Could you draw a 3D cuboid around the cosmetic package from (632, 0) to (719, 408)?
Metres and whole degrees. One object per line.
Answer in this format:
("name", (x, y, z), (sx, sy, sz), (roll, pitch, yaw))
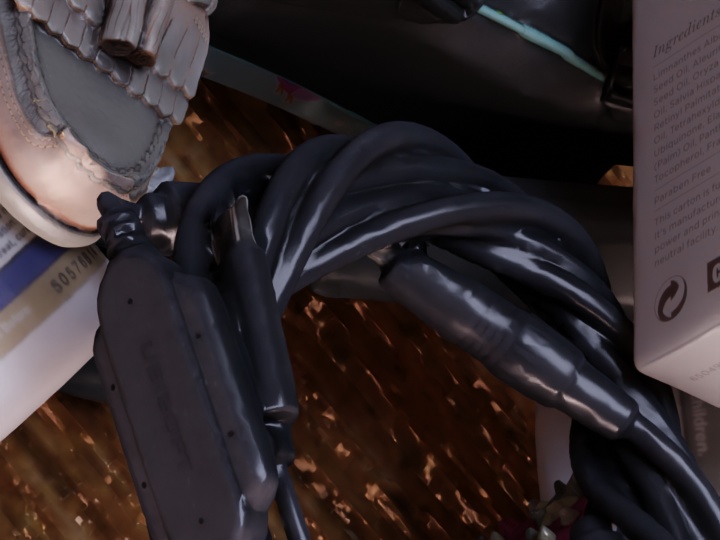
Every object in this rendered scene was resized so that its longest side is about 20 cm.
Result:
("cosmetic package", (0.129, -0.056, 0.773), (0.101, 0.071, 0.201), (24, 53, -31))

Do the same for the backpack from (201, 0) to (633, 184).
("backpack", (0.027, -0.134, 0.877), (0.175, 0.153, 0.201), (22, 66, -26))

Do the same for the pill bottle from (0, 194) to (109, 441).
("pill bottle", (-0.159, -0.032, 0.725), (0.200, 0.111, 0.111), (50, 50, -6))

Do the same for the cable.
("cable", (0.021, 0.061, 0.688), (0.163, 0.051, 0.201), (-1, 60, -43))

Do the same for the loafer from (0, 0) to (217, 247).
("loafer", (-0.065, -0.094, 0.752), (0.072, 0.063, 0.200), (41, 29, -34))

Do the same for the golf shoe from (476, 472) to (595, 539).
("golf shoe", (0.039, 0.138, 0.722), (0.092, 0.075, 0.200), (45, 49, -10))

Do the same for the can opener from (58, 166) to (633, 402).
("can opener", (0.000, 0.000, 0.824), (0.199, 0.053, 0.067), (0, 105, -3))

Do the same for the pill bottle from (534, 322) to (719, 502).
("pill bottle", (0.156, 0.056, 0.835), (0.114, 0.199, 0.114), (-10, 90, -78))
